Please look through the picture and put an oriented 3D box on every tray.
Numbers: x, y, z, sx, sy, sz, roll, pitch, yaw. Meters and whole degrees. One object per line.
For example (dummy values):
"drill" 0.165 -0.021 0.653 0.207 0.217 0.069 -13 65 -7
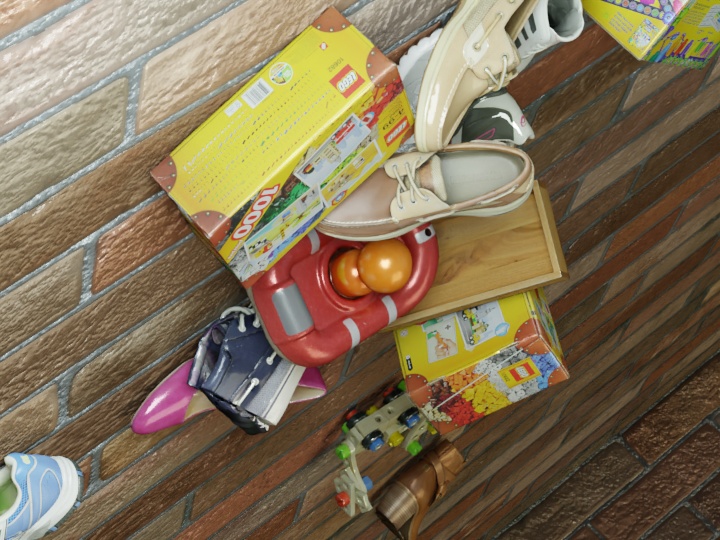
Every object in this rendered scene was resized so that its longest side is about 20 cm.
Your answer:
"tray" 0.099 -0.012 1.838 0.200 0.099 0.037 -17 169 20

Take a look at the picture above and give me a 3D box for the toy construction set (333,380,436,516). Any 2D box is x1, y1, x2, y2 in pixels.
"toy construction set" 0.027 0.219 2.398 0.200 0.092 0.131 -46 166 -34

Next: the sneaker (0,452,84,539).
"sneaker" -0.338 0.232 1.656 0.200 0.076 0.077 -48 140 10

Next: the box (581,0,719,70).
"box" 0.320 -0.308 1.791 0.193 0.122 0.200 -51 161 20

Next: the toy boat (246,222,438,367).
"toy boat" 0.000 0.000 1.714 0.200 0.131 0.131 -32 -168 -37

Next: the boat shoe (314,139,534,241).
"boat shoe" 0.052 -0.075 1.581 0.200 0.076 0.072 -13 169 -7

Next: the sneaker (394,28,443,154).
"sneaker" 0.056 -0.137 1.652 0.200 0.082 0.075 -48 162 10

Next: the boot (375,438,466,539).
"boot" 0.096 0.338 2.859 0.155 0.077 0.200 -46 156 -10

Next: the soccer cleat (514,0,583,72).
"soccer cleat" 0.160 -0.225 1.683 0.069 0.085 0.200 -37 161 -24

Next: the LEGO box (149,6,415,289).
"LEGO box" -0.058 -0.096 1.499 0.200 0.077 0.149 -43 162 -4

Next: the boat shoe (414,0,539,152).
"boat shoe" 0.103 -0.185 1.564 0.071 0.064 0.200 67 46 -72

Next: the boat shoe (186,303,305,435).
"boat shoe" -0.089 0.051 1.774 0.093 0.075 0.200 33 73 -34

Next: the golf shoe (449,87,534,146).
"golf shoe" 0.094 -0.101 1.815 0.077 0.088 0.200 -30 160 -42

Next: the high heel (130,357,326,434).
"high heel" -0.128 0.127 1.817 0.200 0.096 0.067 -29 157 -40

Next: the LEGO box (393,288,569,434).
"LEGO box" 0.113 0.046 1.906 0.149 0.200 0.077 -25 134 14
